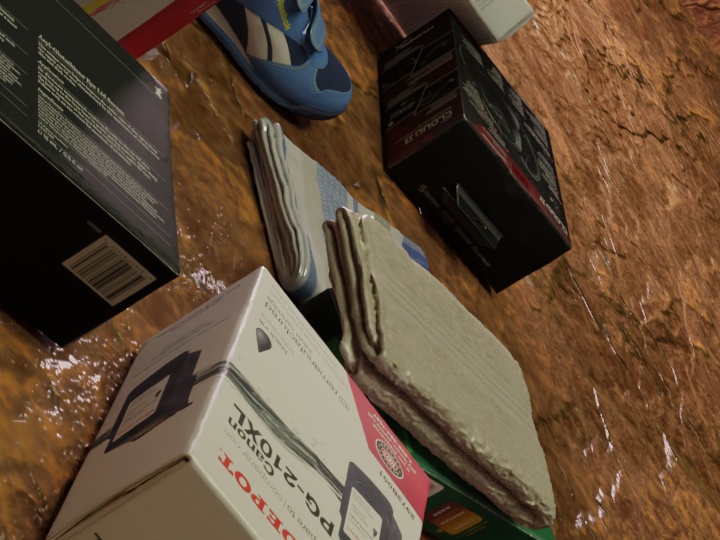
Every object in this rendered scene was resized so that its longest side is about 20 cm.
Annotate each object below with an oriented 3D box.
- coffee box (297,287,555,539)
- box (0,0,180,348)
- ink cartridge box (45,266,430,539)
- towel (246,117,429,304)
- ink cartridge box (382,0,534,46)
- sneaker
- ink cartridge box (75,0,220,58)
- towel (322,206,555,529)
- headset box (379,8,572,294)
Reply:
[{"bbox_3d":[0.040,0.100,1.232,0.200,0.044,0.123,34,30,-50],"label":"coffee box"},{"bbox_3d":[-0.174,-0.081,0.923,0.200,0.079,0.141,44,26,-35],"label":"box"},{"bbox_3d":[-0.048,0.110,0.930,0.145,0.084,0.200,52,19,-15],"label":"ink cartridge box"},{"bbox_3d":[0.000,0.000,1.323,0.200,0.024,0.147,40,26,-43],"label":"towel"},{"bbox_3d":[0.041,-0.271,1.691,0.200,0.057,0.163,57,-16,-13],"label":"ink cartridge box"},{"bbox_3d":[-0.057,-0.180,1.371,0.200,0.082,0.074,47,20,-35],"label":"sneaker"},{"bbox_3d":[-0.153,-0.212,1.078,0.145,0.145,0.200,62,20,11],"label":"ink cartridge box"},{"bbox_3d":[0.045,0.059,1.191,0.200,0.034,0.133,44,25,-38],"label":"towel"},{"bbox_3d":[0.089,-0.090,1.607,0.149,0.077,0.200,47,22,-28],"label":"headset box"}]
